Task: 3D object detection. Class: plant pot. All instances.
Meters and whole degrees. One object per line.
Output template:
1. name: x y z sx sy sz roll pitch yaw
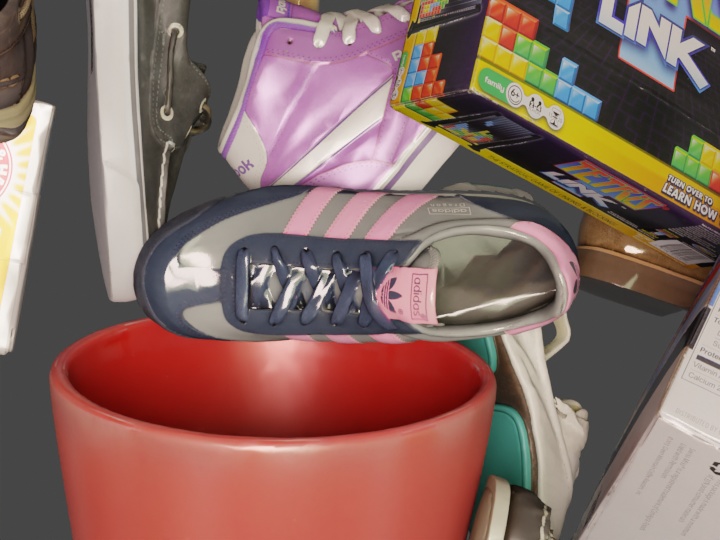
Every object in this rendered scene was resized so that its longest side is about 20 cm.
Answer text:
1. plant pot: -0.039 0.127 0.882 0.198 0.200 0.179 -1 104 -12

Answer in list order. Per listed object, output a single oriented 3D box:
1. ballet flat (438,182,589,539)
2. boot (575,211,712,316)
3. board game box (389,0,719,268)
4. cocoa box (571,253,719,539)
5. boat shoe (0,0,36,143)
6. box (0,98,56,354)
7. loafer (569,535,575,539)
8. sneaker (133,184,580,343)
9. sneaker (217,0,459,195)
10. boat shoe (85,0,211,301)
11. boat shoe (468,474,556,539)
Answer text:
1. ballet flat: 0.078 0.054 0.961 0.069 0.069 0.202 -12 97 -11
2. boot: 0.203 0.000 0.978 0.198 0.074 0.076 20 81 -11
3. board game box: 0.117 -0.113 0.886 0.199 0.056 0.167 24 72 -36
4. cocoa box: 0.187 0.081 0.878 0.132 0.201 0.132 26 61 7
5. boat shoe: -0.164 -0.143 0.832 0.074 0.201 0.074 0 139 -24
6. box: -0.239 -0.040 0.860 0.198 0.101 0.114 12 93 -13
7. loafer: 0.185 0.142 0.996 0.198 0.063 0.073 -11 64 -14
8. sneaker: 0.000 0.000 0.868 0.198 0.082 0.071 -7 105 -6
9. sneaker: 0.015 -0.111 0.926 0.114 0.073 0.201 41 84 -7
10. boat shoe: -0.095 -0.087 0.905 0.056 0.069 0.203 -2 93 -12
11. boat shoe: 0.073 0.151 0.893 0.060 0.202 0.072 14 62 6
